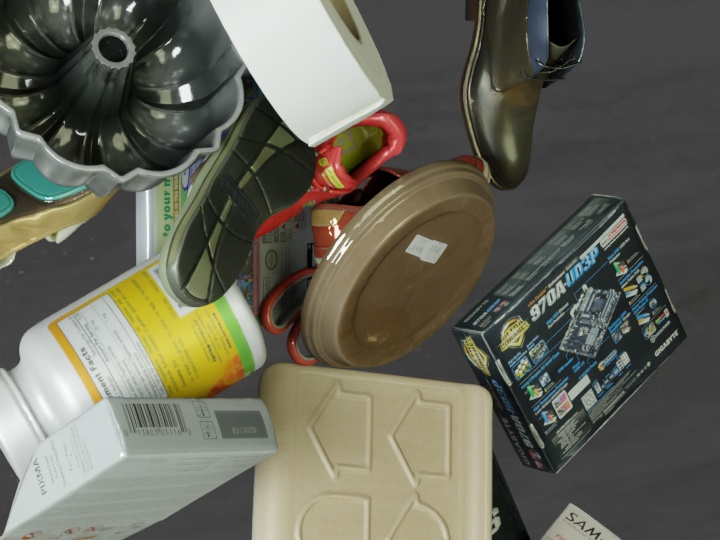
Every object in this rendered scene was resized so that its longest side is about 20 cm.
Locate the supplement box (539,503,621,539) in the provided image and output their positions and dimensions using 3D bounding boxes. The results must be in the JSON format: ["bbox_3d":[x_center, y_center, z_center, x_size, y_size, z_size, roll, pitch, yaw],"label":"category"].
[{"bbox_3d":[0.160,0.321,1.614,0.200,0.073,0.126,-48,144,-13],"label":"supplement box"}]

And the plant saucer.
[{"bbox_3d":[0.037,0.002,1.469,0.199,0.029,0.201,-32,146,-25],"label":"plant saucer"}]

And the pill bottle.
[{"bbox_3d":[-0.178,0.070,1.344,0.199,0.111,0.112,-31,113,-14],"label":"pill bottle"}]

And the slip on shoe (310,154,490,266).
[{"bbox_3d":[0.035,-0.059,1.508,0.199,0.074,0.062,-28,108,-39],"label":"slip on shoe"}]

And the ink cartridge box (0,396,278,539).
[{"bbox_3d":[-0.181,0.150,1.316,0.159,0.199,0.048,4,61,-52],"label":"ink cartridge box"}]

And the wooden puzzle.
[{"bbox_3d":[0.008,0.178,1.503,0.198,0.046,0.188,7,73,-17],"label":"wooden puzzle"}]

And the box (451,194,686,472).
[{"bbox_3d":[0.191,0.056,1.650,0.200,0.046,0.160,-42,118,-24],"label":"box"}]

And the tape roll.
[{"bbox_3d":[-0.052,-0.195,1.358,0.070,0.203,0.203,-28,117,9],"label":"tape roll"}]

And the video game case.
[{"bbox_3d":[-0.095,-0.054,1.455,0.180,0.022,0.203,-5,100,-36],"label":"video game case"}]

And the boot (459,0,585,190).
[{"bbox_3d":[0.139,-0.166,1.564,0.074,0.097,0.203,-11,102,-34],"label":"boot"}]

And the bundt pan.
[{"bbox_3d":[-0.185,-0.140,1.311,0.200,0.076,0.204,11,63,-21],"label":"bundt pan"}]

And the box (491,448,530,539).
[{"bbox_3d":[0.051,0.248,1.581,0.199,0.046,0.160,-36,115,-28],"label":"box"}]

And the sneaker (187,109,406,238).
[{"bbox_3d":[-0.047,-0.078,1.419,0.199,0.085,0.078,-34,114,-28],"label":"sneaker"}]

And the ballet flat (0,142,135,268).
[{"bbox_3d":[-0.246,-0.040,1.333,0.199,0.069,0.064,-25,138,-28],"label":"ballet flat"}]

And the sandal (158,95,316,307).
[{"bbox_3d":[-0.097,-0.055,1.323,0.080,0.057,0.201,58,46,-26],"label":"sandal"}]

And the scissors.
[{"bbox_3d":[0.000,0.000,1.509,0.200,0.014,0.074,-40,114,-25],"label":"scissors"}]
